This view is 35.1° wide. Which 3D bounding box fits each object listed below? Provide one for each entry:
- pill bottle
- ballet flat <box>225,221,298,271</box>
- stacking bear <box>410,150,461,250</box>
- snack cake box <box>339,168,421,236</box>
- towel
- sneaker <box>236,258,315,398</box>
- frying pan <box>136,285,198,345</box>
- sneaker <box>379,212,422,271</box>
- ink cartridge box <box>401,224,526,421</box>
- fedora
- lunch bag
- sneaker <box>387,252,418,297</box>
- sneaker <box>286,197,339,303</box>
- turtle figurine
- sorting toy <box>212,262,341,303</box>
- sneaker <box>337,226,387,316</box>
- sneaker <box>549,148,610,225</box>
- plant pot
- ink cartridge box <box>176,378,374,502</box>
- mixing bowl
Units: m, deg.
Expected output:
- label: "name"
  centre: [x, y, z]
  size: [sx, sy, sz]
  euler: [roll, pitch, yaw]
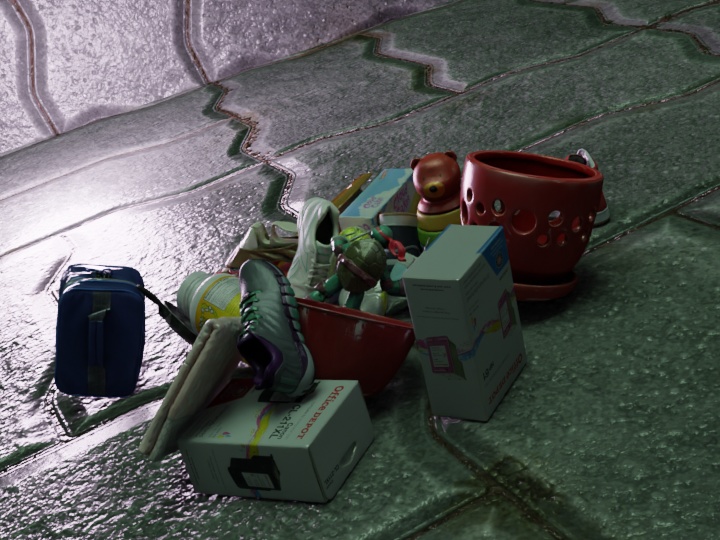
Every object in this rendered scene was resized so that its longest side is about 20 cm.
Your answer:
- label: "pill bottle"
  centre: [-0.184, 0.070, 1.692]
  size: [0.198, 0.106, 0.104]
  euler: [25, 44, 36]
- label: "ballet flat"
  centre: [-0.139, -0.043, 1.834]
  size: [0.197, 0.073, 0.068]
  euler: [-2, 26, 31]
- label: "stacking bear"
  centre: [0.133, -0.083, 1.752]
  size: [0.119, 0.203, 0.114]
  euler: [-6, 24, 22]
- label: "snack cake box"
  centre: [0.041, -0.080, 1.915]
  size: [0.066, 0.117, 0.200]
  euler: [1, 29, 26]
- label: "towel"
  centre: [-0.200, 0.145, 1.452]
  size: [0.032, 0.193, 0.200]
  euler: [29, 3, 7]
- label: "sneaker"
  centre: [-0.123, 0.062, 1.410]
  size: [0.087, 0.074, 0.202]
  euler: [11, 43, -45]
- label: "frying pan"
  centre: [-0.275, 0.083, 1.738]
  size: [0.031, 0.115, 0.190]
  euler: [-49, -16, 1]
- label: "sneaker"
  centre: [0.091, -0.032, 1.857]
  size: [0.069, 0.111, 0.199]
  euler: [-4, -5, 31]
- label: "ink cartridge box"
  centre: [0.135, 0.064, 1.426]
  size: [0.083, 0.203, 0.145]
  euler: [4, 30, 31]
- label: "fedora"
  centre: [-0.029, -0.085, 1.983]
  size: [0.200, 0.082, 0.201]
  euler: [-42, 5, 4]
- label: "lunch bag"
  centre: [-0.393, 0.087, 1.726]
  size: [0.133, 0.204, 0.133]
  euler: [2, 21, -15]
- label: "sneaker"
  centre: [0.117, 0.045, 1.676]
  size: [0.199, 0.073, 0.083]
  euler: [28, 90, 45]
- label: "sneaker"
  centre: [-0.070, -0.011, 1.739]
  size: [0.069, 0.205, 0.080]
  euler: [4, 1, -20]
- label: "turtle figurine"
  centre: [0.000, 0.000, 1.641]
  size: [0.149, 0.101, 0.201]
  euler: [40, 94, 21]
- label: "sorting toy"
  centre: [-0.157, 0.029, 1.867]
  size: [0.197, 0.071, 0.199]
  euler: [-28, 25, -25]
- label: "sneaker"
  centre: [0.013, 0.032, 1.753]
  size: [0.074, 0.105, 0.203]
  euler: [-16, 53, 13]
- label: "sneaker"
  centre: [0.322, -0.144, 1.874]
  size: [0.071, 0.114, 0.198]
  euler: [-29, 26, -30]
- label: "plant pot"
  centre: [0.237, -0.064, 1.625]
  size: [0.196, 0.186, 0.201]
  euler: [4, 17, -1]
- label: "ink cartridge box"
  centre: [-0.103, 0.206, 1.415]
  size: [0.197, 0.084, 0.146]
  euler: [-3, 26, 30]
- label: "mixing bowl"
  centre: [-0.025, 0.106, 1.508]
  size: [0.196, 0.111, 0.200]
  euler: [13, 1, 0]
